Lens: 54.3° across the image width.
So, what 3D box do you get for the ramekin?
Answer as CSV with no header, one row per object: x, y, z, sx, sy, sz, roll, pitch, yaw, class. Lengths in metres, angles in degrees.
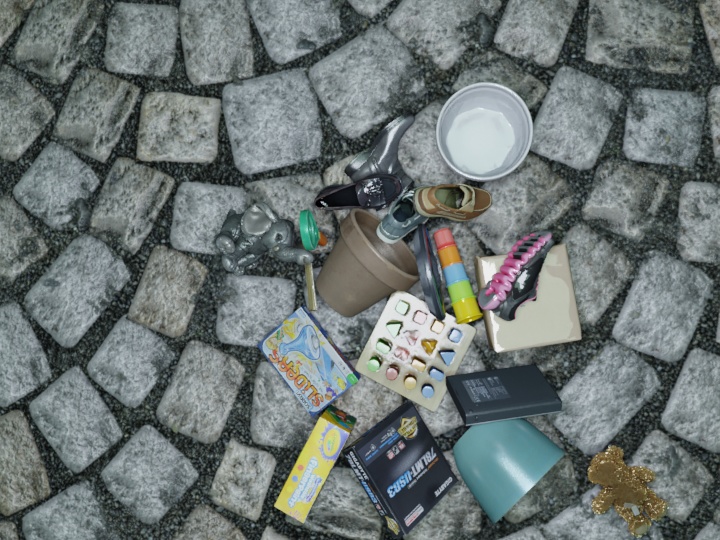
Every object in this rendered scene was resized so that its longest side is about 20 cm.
0.257,-0.282,1.477,0.198,0.105,0.203,0,89,5,ramekin

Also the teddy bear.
0.547,0.456,1.453,0.199,0.067,0.146,31,100,-1,teddy bear

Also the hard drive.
0.287,0.248,1.420,0.198,0.140,0.033,-7,115,-8,hard drive

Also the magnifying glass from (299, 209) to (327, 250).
-0.096,-0.075,1.451,0.022,0.200,0.081,-8,84,5,magnifying glass

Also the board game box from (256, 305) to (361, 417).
-0.112,0.196,1.517,0.135,0.034,0.200,-40,85,11,board game box

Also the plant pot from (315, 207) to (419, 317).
0.000,0.000,1.460,0.200,0.200,0.175,47,109,5,plant pot

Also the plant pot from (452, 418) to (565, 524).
0.283,0.377,1.412,0.201,0.201,0.161,-46,69,2,plant pot

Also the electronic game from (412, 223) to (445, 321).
0.145,0.003,1.428,0.041,0.200,0.202,-12,87,10,electronic game

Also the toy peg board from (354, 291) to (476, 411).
0.115,0.169,1.477,0.198,0.098,0.201,27,91,5,toy peg board

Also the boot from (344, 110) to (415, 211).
0.074,-0.233,1.515,0.200,0.070,0.132,-44,88,15,boot

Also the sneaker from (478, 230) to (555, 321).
0.323,0.014,1.384,0.095,0.079,0.201,38,92,-17,sneaker

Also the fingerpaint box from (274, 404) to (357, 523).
-0.090,0.392,1.452,0.073,0.167,0.201,27,91,5,fingerpaint box

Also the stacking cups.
0.197,0.010,1.482,0.060,0.061,0.202,-20,76,4,stacking cups

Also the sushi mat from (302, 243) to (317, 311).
-0.111,-0.013,1.505,0.012,0.096,0.202,-6,88,-9,sushi mat

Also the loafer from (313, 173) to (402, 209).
-0.008,-0.156,1.482,0.198,0.063,0.073,-7,107,28,loafer

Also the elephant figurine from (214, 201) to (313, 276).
-0.195,-0.073,1.488,0.198,0.142,0.156,-19,102,18,elephant figurine

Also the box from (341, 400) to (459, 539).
0.086,0.401,1.433,0.050,0.199,0.200,-38,82,45,box

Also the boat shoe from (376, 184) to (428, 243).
0.106,-0.129,1.453,0.073,0.062,0.200,39,48,8,boat shoe

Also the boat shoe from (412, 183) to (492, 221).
0.201,-0.143,1.446,0.198,0.074,0.077,-7,84,-35,boat shoe

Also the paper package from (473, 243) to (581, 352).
0.345,0.057,1.458,0.188,0.103,0.202,-9,86,5,paper package
